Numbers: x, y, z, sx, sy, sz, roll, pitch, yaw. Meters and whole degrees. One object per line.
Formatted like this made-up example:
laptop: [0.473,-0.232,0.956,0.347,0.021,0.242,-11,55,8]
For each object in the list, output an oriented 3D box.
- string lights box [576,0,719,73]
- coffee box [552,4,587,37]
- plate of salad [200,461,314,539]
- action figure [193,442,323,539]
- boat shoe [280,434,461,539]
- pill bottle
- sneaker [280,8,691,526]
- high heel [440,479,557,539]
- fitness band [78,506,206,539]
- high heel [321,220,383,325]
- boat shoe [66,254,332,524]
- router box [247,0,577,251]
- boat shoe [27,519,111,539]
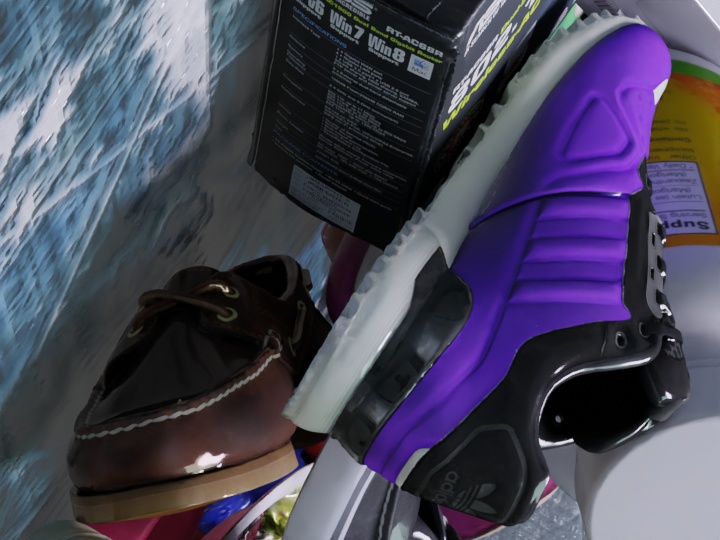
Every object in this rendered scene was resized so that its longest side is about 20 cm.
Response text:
string lights box: [0.149,-0.173,0.916,0.103,0.059,0.200,40,66,-42]
coffee box: [0.085,-0.135,1.019,0.200,0.044,0.123,-59,173,7]
plate of salad: [-0.061,0.162,0.920,0.200,0.048,0.200,-51,165,-20]
action figure: [-0.005,0.075,1.031,0.200,0.065,0.099,-46,170,27]
boat shoe: [0.006,0.109,0.812,0.070,0.066,0.200,-58,168,-50]
pill bottle: [0.106,0.018,0.832,0.200,0.111,0.111,-95,-153,-54]
sneaker: [0.063,0.005,0.738,0.200,0.099,0.070,-52,173,-38]
high heel: [0.029,0.065,1.094,0.067,0.096,0.200,-30,-170,-14]
fitness band: [-0.106,0.130,0.893,0.144,0.037,0.200,-55,173,-43]
high heel: [0.000,0.000,0.913,0.096,0.068,0.200,-13,-167,21]
boat shoe: [-0.051,0.034,0.771,0.200,0.070,0.071,-34,115,-80]
router box: [0.046,-0.121,0.752,0.200,0.062,0.150,-55,171,-22]
boat shoe: [-0.053,0.160,0.734,0.072,0.062,0.201,-23,121,-17]
